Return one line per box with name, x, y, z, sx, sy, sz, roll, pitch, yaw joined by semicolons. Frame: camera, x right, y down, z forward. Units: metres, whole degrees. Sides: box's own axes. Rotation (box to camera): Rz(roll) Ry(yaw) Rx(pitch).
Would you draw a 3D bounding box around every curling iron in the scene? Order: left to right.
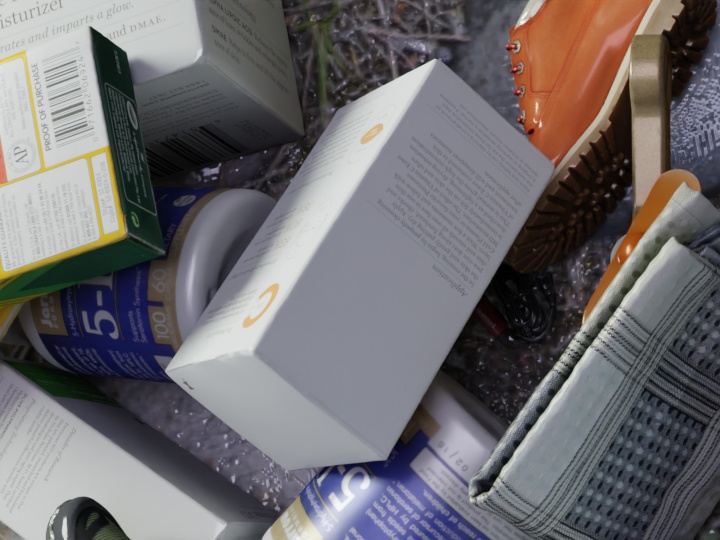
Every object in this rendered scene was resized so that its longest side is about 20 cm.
curling iron;0.047;-0.021;1.061;0.050;0.026;0.200;-42;62;-16

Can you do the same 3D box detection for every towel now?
towel;0.169;0.072;0.910;0.201;0.192;0.034;-56;44;2

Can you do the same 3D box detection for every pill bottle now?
pill bottle;-0.145;0.007;1.063;0.199;0.119;0.121;2;79;33
pill bottle;0.012;0.164;0.973;0.120;0.120;0.200;43;95;22

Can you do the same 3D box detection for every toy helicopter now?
toy helicopter;0.159;-0.030;0.946;0.078;0.132;0.202;-1;93;19

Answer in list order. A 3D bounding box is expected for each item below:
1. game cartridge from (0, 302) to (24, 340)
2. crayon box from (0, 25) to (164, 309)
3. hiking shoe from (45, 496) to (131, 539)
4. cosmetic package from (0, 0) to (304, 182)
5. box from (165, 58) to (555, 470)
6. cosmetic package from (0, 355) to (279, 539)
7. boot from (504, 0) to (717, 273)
game cartridge;-0.277;0.004;1.082;0.177;0.032;0.200;-56;42;16
crayon box;-0.218;-0.043;0.965;0.198;0.052;0.127;-17;73;15
hiking shoe;-0.087;0.182;0.917;0.200;0.076;0.101;45;101;23
cosmetic package;-0.150;-0.175;1.084;0.164;0.165;0.202;-16;74;16
box;0.000;0.000;0.948;0.097;0.124;0.201;40;66;-17
cosmetic package;-0.154;0.140;1.052;0.199;0.108;0.085;30;92;21
boot;0.121;-0.098;1.030;0.107;0.075;0.201;28;84;29
